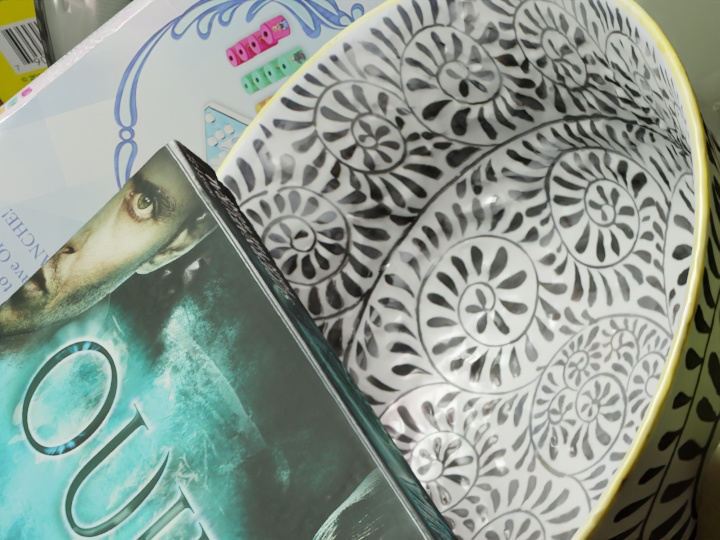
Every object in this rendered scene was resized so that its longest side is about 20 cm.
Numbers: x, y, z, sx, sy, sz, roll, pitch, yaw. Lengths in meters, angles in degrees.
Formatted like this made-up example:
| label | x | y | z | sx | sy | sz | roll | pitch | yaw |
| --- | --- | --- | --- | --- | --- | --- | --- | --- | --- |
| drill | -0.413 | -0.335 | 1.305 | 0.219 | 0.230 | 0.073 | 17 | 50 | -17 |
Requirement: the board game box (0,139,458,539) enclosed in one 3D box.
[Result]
| label | x | y | z | sx | sy | sz | roll | pitch | yaw |
| --- | --- | --- | --- | --- | --- | --- | --- | --- | --- |
| board game box | -0.054 | 0.068 | 0.728 | 0.135 | 0.028 | 0.200 | -44 | 40 | 7 |

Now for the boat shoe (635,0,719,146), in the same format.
| label | x | y | z | sx | sy | sz | roll | pitch | yaw |
| --- | --- | --- | --- | --- | --- | --- | --- | --- | --- |
| boat shoe | 0.118 | -0.014 | 0.823 | 0.071 | 0.202 | 0.061 | -20 | 2 | -2 |

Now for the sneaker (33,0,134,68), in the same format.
| label | x | y | z | sx | sy | sz | roll | pitch | yaw |
| --- | --- | --- | --- | --- | --- | --- | --- | --- | --- |
| sneaker | -0.025 | -0.011 | 0.905 | 0.114 | 0.200 | 0.076 | -13 | 5 | -7 |

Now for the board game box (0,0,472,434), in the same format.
| label | x | y | z | sx | sy | sz | roll | pitch | yaw |
| --- | --- | --- | --- | --- | --- | --- | --- | --- | --- |
| board game box | 0.000 | 0.000 | 0.853 | 0.199 | 0.200 | 0.043 | -39 | 10 | -9 |

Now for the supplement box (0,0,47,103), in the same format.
| label | x | y | z | sx | sy | sz | roll | pitch | yaw |
| --- | --- | --- | --- | --- | --- | --- | --- | --- | --- |
| supplement box | -0.116 | -0.167 | 1.085 | 0.109 | 0.200 | 0.109 | -13 | 44 | 22 |

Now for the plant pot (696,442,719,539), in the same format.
| label | x | y | z | sx | sy | sz | roll | pitch | yaw |
| --- | --- | --- | --- | --- | --- | --- | --- | --- | --- |
| plant pot | 0.212 | 0.055 | 0.686 | 0.190 | 0.201 | 0.200 | -39 | 39 | -26 |

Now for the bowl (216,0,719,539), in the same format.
| label | x | y | z | sx | sy | sz | roll | pitch | yaw |
| --- | --- | --- | --- | --- | --- | --- | --- | --- | --- |
| bowl | 0.038 | 0.031 | 0.765 | 0.200 | 0.094 | 0.201 | -27 | 49 | 36 |
